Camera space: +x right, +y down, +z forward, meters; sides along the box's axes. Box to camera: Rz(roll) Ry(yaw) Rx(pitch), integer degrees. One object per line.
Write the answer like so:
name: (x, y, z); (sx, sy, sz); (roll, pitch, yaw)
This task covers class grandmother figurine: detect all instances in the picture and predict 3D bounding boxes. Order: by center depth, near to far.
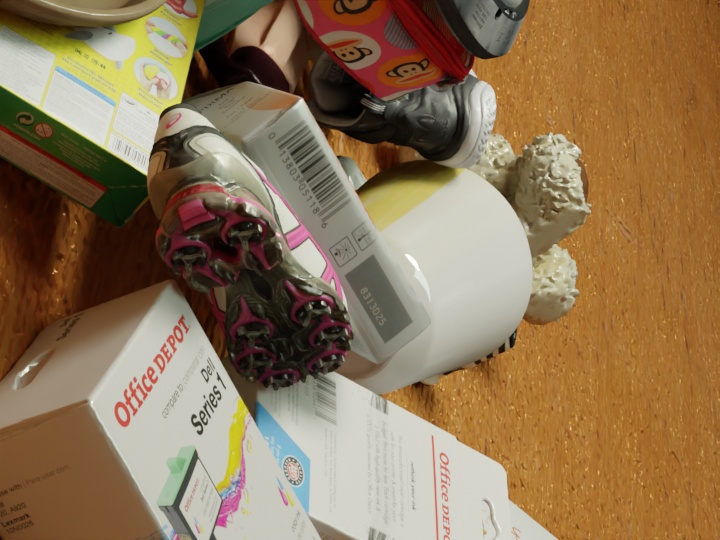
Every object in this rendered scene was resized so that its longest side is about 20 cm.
grandmother figurine: (-0.070, -0.134, 1.410); (0.121, 0.061, 0.200); (37, 28, -15)

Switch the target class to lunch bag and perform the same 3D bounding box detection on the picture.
lunch bag: (0.011, -0.209, 1.282); (0.176, 0.082, 0.201); (42, 37, -58)

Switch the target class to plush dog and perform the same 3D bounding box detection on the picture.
plush dog: (0.084, -0.055, 1.657); (0.200, 0.160, 0.172); (88, -18, -54)

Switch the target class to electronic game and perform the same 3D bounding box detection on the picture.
electronic game: (0.058, -0.224, 1.232); (0.200, 0.041, 0.201); (-12, 90, -71)

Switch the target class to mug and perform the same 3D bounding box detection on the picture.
mug: (0.004, 0.009, 1.399); (0.153, 0.186, 0.150); (-31, 132, -60)

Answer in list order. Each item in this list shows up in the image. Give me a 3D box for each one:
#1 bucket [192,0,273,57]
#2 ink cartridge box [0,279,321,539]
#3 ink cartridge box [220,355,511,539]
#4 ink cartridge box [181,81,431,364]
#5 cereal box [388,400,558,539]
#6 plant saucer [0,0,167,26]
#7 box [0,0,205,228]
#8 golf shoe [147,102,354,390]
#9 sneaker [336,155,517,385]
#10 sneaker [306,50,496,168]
bucket: (-0.111, -0.245, 1.301); (0.207, 0.134, 0.208); (52, 27, -41)
ink cartridge box: (-0.101, 0.126, 1.046); (0.200, 0.084, 0.145); (62, 22, -16)
ink cartridge box: (-0.004, 0.135, 1.219); (0.200, 0.067, 0.116); (30, 39, -29)
ink cartridge box: (-0.051, -0.039, 1.225); (0.162, 0.050, 0.200); (59, -13, -25)
cereal box: (0.064, 0.190, 1.331); (0.200, 0.040, 0.144); (39, 33, -5)
plant saucer: (-0.186, -0.208, 1.133); (0.200, 0.029, 0.201); (27, 40, -25)
box: (-0.153, -0.127, 1.150); (0.117, 0.048, 0.200); (32, 39, -20)
golf shoe: (-0.056, -0.011, 1.111); (0.200, 0.072, 0.092); (63, 10, -53)
sneaker: (0.055, -0.015, 1.528); (0.201, 0.115, 0.076); (59, 23, -25)
sneaker: (0.012, -0.135, 1.450); (0.113, 0.076, 0.200); (15, 15, -25)
